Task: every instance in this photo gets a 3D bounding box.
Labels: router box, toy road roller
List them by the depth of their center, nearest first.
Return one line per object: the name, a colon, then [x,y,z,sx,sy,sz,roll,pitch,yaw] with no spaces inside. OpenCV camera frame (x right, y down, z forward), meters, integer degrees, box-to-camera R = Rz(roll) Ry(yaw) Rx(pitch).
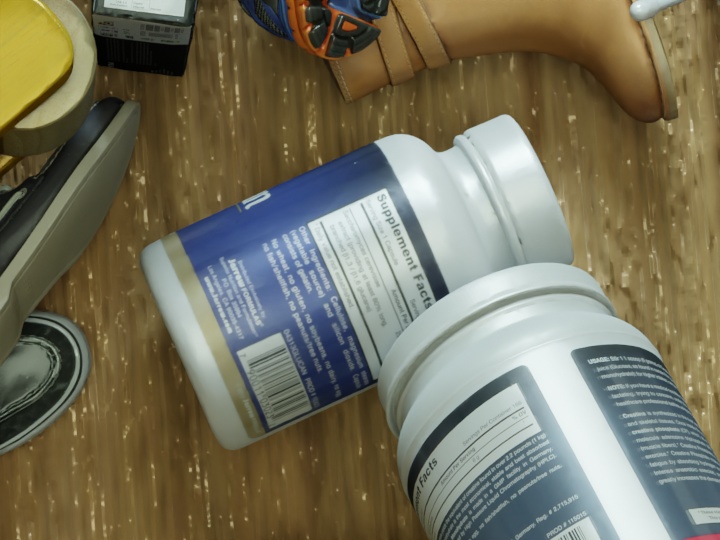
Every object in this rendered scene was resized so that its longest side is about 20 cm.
toy road roller: [-0.234,-0.085,1.250,0.200,0.123,0.146,-38,89,-10]
router box: [-0.098,-0.181,1.297,0.051,0.200,0.150,7,87,-5]

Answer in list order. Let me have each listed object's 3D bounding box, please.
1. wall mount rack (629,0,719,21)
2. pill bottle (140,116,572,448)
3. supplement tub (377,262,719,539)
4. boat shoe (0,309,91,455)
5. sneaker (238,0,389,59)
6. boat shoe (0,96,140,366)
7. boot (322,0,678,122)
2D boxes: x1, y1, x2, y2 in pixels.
wall mount rack: [0.222,-0.109,1.364,0.173,0.075,0.201,-29,90,-20]
pill bottle: [0.000,0.000,1.333,0.199,0.111,0.112,-24,89,-4]
supplement tub: [0.101,0.111,1.255,0.140,0.141,0.201,-24,57,-4]
boat shoe: [-0.232,0.070,1.344,0.198,0.068,0.074,-14,89,-4]
sneaker: [-0.039,-0.204,1.302,0.075,0.078,0.201,-10,103,-43]
boat shoe: [-0.178,-0.019,1.330,0.062,0.073,0.201,26,61,10]
boot: [0.058,-0.128,1.364,0.155,0.077,0.201,-33,87,-6]
